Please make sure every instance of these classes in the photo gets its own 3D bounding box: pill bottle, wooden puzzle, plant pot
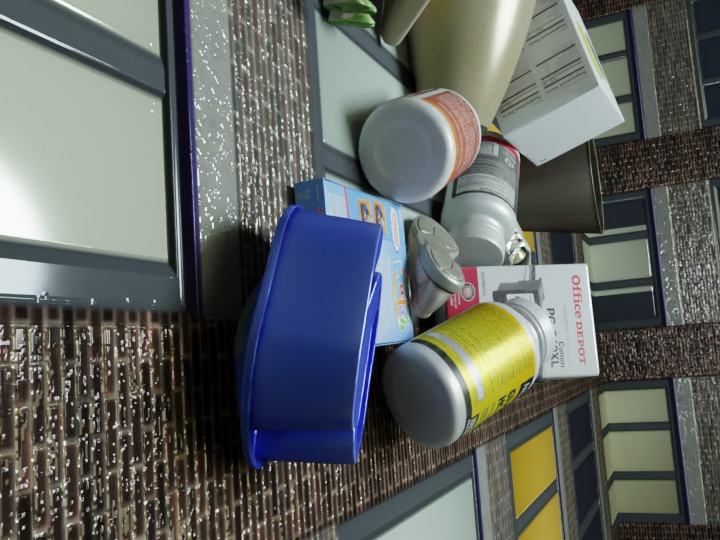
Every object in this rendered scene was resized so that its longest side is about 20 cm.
[{"bbox_3d":[0.127,0.103,0.817,0.198,0.111,0.115,-23,106,-37],"label":"pill bottle"},{"bbox_3d":[0.078,-0.400,0.877,0.036,0.185,0.205,11,65,-20],"label":"wooden puzzle"},{"bbox_3d":[0.081,-0.154,0.868,0.200,0.110,0.115,-38,118,-62],"label":"pill bottle"},{"bbox_3d":[0.172,-0.096,1.062,0.111,0.108,0.203,58,34,-42],"label":"pill bottle"},{"bbox_3d":[0.141,-0.298,0.997,0.186,0.183,0.205,-1,97,-66],"label":"plant pot"}]

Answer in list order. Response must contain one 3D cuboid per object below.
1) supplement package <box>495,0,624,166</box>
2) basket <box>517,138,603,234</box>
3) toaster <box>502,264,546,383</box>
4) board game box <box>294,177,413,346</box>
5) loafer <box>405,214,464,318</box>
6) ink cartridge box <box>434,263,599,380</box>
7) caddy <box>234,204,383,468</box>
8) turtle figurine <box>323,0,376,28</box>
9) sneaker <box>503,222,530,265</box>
[{"bbox_3d":[0.273,-0.296,1.095,0.151,0.149,0.204,16,54,-56],"label":"supplement package"},{"bbox_3d":[0.309,-0.141,1.273,0.136,0.196,0.185,-25,107,-65],"label":"basket"},{"bbox_3d":[0.231,0.077,1.090,0.199,0.114,0.129,42,2,16],"label":"toaster"},{"bbox_3d":[0.000,0.000,0.735,0.199,0.036,0.155,6,78,-65],"label":"board game box"},{"bbox_3d":[0.078,-0.009,0.879,0.071,0.063,0.201,33,18,-10],"label":"loafer"},{"bbox_3d":[0.200,0.070,0.958,0.083,0.195,0.149,116,-28,-78],"label":"ink cartridge box"},{"bbox_3d":[-0.042,0.048,0.552,0.143,0.102,0.204,90,8,-56],"label":"caddy"},{"bbox_3d":[0.026,-0.350,0.730,0.196,0.143,0.199,2,97,-33],"label":"turtle figurine"},{"bbox_3d":[0.240,-0.057,1.214,0.081,0.076,0.202,41,-18,53],"label":"sneaker"}]
